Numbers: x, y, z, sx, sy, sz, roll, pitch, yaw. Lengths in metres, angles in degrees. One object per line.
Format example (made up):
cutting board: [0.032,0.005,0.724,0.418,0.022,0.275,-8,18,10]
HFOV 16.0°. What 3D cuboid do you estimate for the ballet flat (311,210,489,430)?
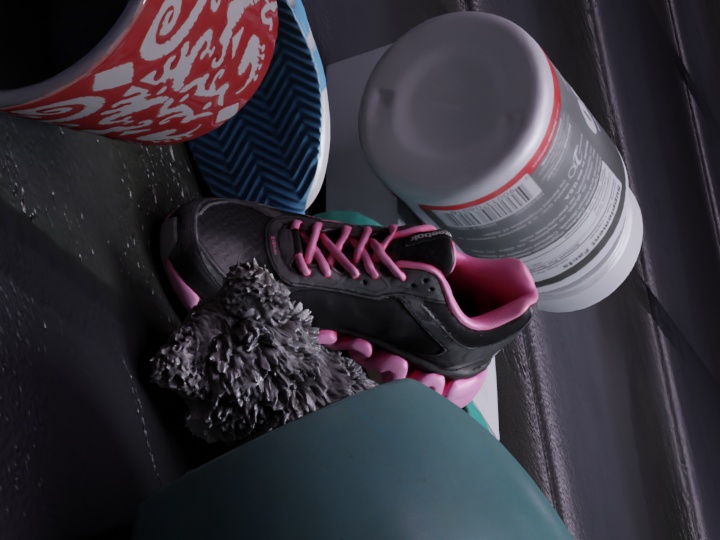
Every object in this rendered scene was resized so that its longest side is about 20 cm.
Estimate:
ballet flat: [0.016,0.041,1.327,0.200,0.067,0.070,63,5,24]

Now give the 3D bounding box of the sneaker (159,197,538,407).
sneaker: [0.000,0.000,1.229,0.200,0.095,0.079,18,51,-31]

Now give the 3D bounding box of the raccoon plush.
raccoon plush: [0.002,0.067,1.141,0.097,0.199,0.134,-60,140,-29]

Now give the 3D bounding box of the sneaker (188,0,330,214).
sneaker: [-0.054,-0.119,1.302,0.081,0.076,0.201,15,62,-74]

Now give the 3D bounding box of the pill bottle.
pill bottle: [0.087,-0.056,1.466,0.200,0.114,0.114,42,35,-58]

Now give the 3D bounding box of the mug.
mug: [-0.113,-0.137,1.025,0.200,0.133,0.178,21,56,-75]

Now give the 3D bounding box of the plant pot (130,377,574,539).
plant pot: [-0.001,0.140,1.026,0.161,0.200,0.201,65,15,8]

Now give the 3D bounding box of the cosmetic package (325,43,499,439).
cosmetic package: [0.030,-0.012,1.523,0.200,0.052,0.151,-90,159,-44]
